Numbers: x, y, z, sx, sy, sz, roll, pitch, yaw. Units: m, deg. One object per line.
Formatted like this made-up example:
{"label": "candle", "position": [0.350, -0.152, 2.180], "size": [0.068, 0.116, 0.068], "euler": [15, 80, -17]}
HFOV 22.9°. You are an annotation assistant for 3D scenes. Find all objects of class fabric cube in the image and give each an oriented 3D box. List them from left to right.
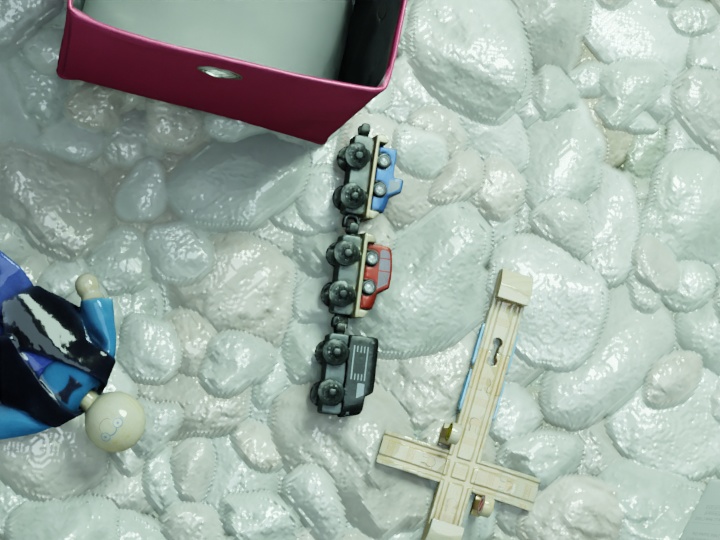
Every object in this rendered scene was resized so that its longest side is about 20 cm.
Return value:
{"label": "fabric cube", "position": [-0.076, -0.207, 1.126], "size": [0.196, 0.199, 0.200], "euler": [13, 82, -10]}

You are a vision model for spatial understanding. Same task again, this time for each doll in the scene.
{"label": "doll", "position": [-0.224, 0.050, 1.150], "size": [0.200, 0.048, 0.136], "euler": [37, 90, -4]}

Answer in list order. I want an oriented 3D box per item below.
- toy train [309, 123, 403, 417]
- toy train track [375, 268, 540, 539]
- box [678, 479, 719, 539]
{"label": "toy train", "position": [0.000, 0.000, 1.206], "size": [0.046, 0.034, 0.200], "euler": [8, 84, -14]}
{"label": "toy train track", "position": [0.082, 0.096, 1.213], "size": [0.115, 0.033, 0.200], "euler": [18, 81, -9]}
{"label": "box", "position": [0.272, 0.263, 1.197], "size": [0.152, 0.106, 0.200], "euler": [32, 80, -7]}
